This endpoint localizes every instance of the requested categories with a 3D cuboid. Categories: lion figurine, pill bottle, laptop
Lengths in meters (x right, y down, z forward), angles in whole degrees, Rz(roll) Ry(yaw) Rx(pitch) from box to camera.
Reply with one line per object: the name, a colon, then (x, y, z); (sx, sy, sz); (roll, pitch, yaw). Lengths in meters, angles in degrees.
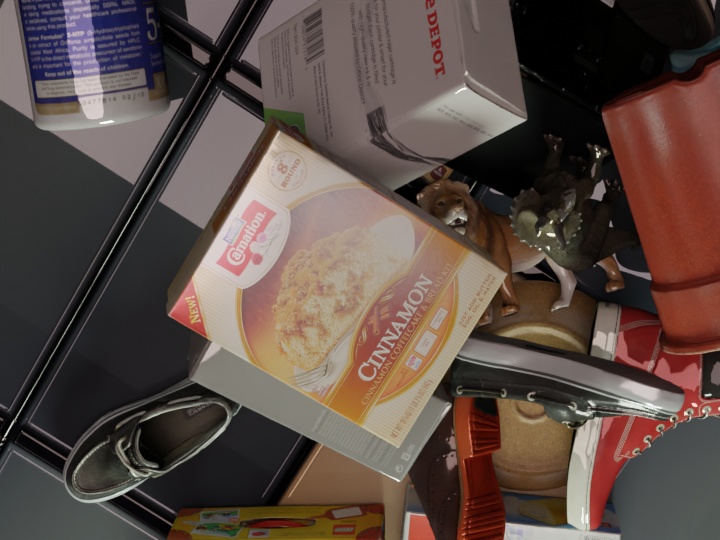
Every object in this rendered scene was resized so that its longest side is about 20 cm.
lion figurine: (0.139, -0.025, 1.166); (0.198, 0.072, 0.124); (-8, 78, -33)
pill bottle: (-0.229, -0.226, 1.126); (0.118, 0.120, 0.203); (-5, 104, 5)
laptop: (0.151, -0.169, 1.120); (0.176, 0.103, 0.203); (21, 85, -36)

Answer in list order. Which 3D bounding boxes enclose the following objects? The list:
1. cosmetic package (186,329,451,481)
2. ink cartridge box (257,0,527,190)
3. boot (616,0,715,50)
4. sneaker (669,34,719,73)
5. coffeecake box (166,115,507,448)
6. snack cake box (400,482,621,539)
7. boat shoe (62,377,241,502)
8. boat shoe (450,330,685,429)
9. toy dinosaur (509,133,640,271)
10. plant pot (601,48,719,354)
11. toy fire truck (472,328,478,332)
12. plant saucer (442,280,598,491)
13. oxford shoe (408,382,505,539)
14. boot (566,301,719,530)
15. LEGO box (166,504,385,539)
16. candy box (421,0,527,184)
cosmetic package: (-0.037, 0.078, 1.098); (0.198, 0.107, 0.091); (30, 102, -17)
ink cartridge box: (0.021, -0.149, 1.044); (0.199, 0.083, 0.148); (-25, 60, 35)
boot: (0.239, -0.291, 1.070); (0.200, 0.073, 0.151); (46, 61, -20)
sneaker: (0.347, -0.201, 1.116); (0.199, 0.074, 0.082); (-32, 105, 10)
coffeecake box: (-0.019, 0.008, 0.990); (0.198, 0.073, 0.155); (30, 98, -14)
snack cake box: (0.134, 0.272, 1.251); (0.197, 0.067, 0.117); (6, 105, 3)
boat shoe: (-0.197, 0.154, 1.242); (0.199, 0.071, 0.072); (-35, 99, 12)
boat shoe: (0.166, 0.097, 1.116); (0.197, 0.068, 0.058); (13, 97, 23)
toy dinosaur: (0.172, -0.044, 1.109); (0.076, 0.200, 0.103); (20, 80, 28)
plant pot: (0.289, -0.067, 1.052); (0.199, 0.201, 0.197); (-24, 95, 9)
toy fire truck: (0.000, 0.000, 1.179); (0.197, 0.129, 0.178); (6, 111, -18)
plant saucer: (0.155, 0.112, 1.226); (0.197, 0.035, 0.203); (1, 104, 3)
oxford shoe: (0.082, 0.200, 1.191); (0.072, 0.071, 0.203); (-3, 81, 34)
boot: (0.255, 0.138, 1.166); (0.142, 0.072, 0.203); (11, 101, 7)
LEGO box: (-0.073, 0.304, 1.267); (0.197, 0.077, 0.151); (-2, 104, 4)
candy box: (0.082, -0.186, 1.147); (0.115, 0.055, 0.201); (36, 104, -8)
